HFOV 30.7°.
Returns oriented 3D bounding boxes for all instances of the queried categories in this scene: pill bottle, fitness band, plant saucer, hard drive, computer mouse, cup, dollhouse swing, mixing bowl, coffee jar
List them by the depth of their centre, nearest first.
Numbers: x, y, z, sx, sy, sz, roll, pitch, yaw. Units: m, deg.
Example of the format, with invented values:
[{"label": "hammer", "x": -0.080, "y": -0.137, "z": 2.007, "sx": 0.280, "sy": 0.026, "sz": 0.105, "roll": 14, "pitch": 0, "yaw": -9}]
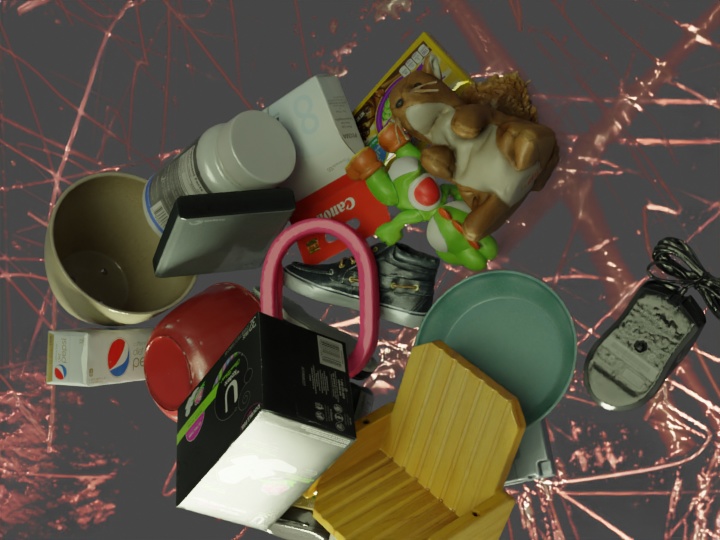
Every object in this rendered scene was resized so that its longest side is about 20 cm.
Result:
[{"label": "dollhouse swing", "x": 0.058, "y": 0.207, "z": 1.453, "sx": 0.200, "sy": 0.182, "sz": 0.176, "roll": 38, "pitch": 138, "yaw": 36}, {"label": "computer mouse", "x": 0.335, "y": 0.076, "z": 1.476, "sx": 0.138, "sy": 0.053, "sz": 0.200, "roll": 43, "pitch": 95, "yaw": 19}, {"label": "plant saucer", "x": 0.160, "y": 0.100, "z": 1.532, "sx": 0.200, "sy": 0.036, "sz": 0.200, "roll": -8, "pitch": 69, "yaw": 22}, {"label": "fitness band", "x": -0.048, "y": 0.037, "z": 1.568, "sx": 0.143, "sy": 0.037, "sz": 0.200, "roll": -3, "pitch": 88, "yaw": 18}, {"label": "hard drive", "x": -0.168, "y": -0.044, "z": 1.582, "sx": 0.139, "sy": 0.200, "sz": 0.033, "roll": -6, "pitch": 72, "yaw": -19}, {"label": "coffee jar", "x": -0.054, "y": 0.232, "z": 1.600, "sx": 0.104, "sy": 0.085, "sz": 0.200, "roll": 9, "pitch": 76, "yaw": 18}, {"label": "pill bottle", "x": -0.173, "y": -0.112, "z": 1.612, "sx": 0.200, "sy": 0.114, "sz": 0.114, "roll": -30, "pitch": 79, "yaw": 45}, {"label": "mixing bowl", "x": -0.200, "y": 0.121, "z": 1.642, "sx": 0.200, "sy": 0.108, "sz": 0.201, "roll": 11, "pitch": 106, "yaw": 43}, {"label": "cup", "x": -0.327, "y": -0.006, "z": 1.701, "sx": 0.143, "sy": 0.200, "sz": 0.201, "roll": -40, "pitch": 74, "yaw": 49}]

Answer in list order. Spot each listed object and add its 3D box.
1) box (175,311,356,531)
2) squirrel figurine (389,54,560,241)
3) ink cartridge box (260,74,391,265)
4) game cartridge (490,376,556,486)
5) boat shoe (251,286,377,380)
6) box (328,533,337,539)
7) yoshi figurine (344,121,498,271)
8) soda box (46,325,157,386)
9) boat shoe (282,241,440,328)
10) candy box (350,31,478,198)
[{"label": "box", "x": -0.112, "y": 0.175, "z": 1.495, "sx": 0.200, "sy": 0.124, "sz": 0.149, "roll": -49, "pitch": 32, "yaw": 34}, {"label": "squirrel figurine", "x": 0.125, "y": -0.157, "z": 1.486, "sx": 0.187, "sy": 0.200, "sz": 0.142, "roll": 37, "pitch": 121, "yaw": 18}, {"label": "ink cartridge box", "x": -0.062, "y": -0.118, "z": 1.620, "sx": 0.160, "sy": 0.047, "sz": 0.200, "roll": -27, "pitch": 80, "yaw": 39}, {"label": "game cartridge", "x": 0.126, "y": 0.198, "z": 1.562, "sx": 0.200, "sy": 0.040, "sz": 0.134, "roll": -15, "pitch": 77, "yaw": 21}, {"label": "boat shoe", "x": -0.066, "y": 0.091, "z": 1.641, "sx": 0.200, "sy": 0.076, "sz": 0.060, "roll": 33, "pitch": 104, "yaw": 32}, {"label": "box", "x": 0.022, "y": 0.386, "z": 1.565, "sx": 0.106, "sy": 0.152, "sz": 0.200, "roll": 17, "pitch": 98, "yaw": 21}, {"label": "yoshi figurine", "x": 0.079, "y": -0.073, "z": 1.548, "sx": 0.200, "sy": 0.112, "sz": 0.112, "roll": 46, "pitch": 122, "yaw": 7}, {"label": "soda box", "x": -0.316, "y": 0.107, "z": 1.677, "sx": 0.064, "sy": 0.200, "sz": 0.068, "roll": 1, "pitch": 90, "yaw": 23}, {"label": "boat shoe", "x": 0.000, "y": 0.000, "z": 1.609, "sx": 0.200, "sy": 0.071, "sz": 0.091, "roll": 16, "pitch": 99, "yaw": 15}, {"label": "candy box", "x": 0.048, "y": -0.184, "z": 1.602, "sx": 0.102, "sy": 0.026, "sz": 0.200, "roll": 47, "pitch": 109, "yaw": 14}]
